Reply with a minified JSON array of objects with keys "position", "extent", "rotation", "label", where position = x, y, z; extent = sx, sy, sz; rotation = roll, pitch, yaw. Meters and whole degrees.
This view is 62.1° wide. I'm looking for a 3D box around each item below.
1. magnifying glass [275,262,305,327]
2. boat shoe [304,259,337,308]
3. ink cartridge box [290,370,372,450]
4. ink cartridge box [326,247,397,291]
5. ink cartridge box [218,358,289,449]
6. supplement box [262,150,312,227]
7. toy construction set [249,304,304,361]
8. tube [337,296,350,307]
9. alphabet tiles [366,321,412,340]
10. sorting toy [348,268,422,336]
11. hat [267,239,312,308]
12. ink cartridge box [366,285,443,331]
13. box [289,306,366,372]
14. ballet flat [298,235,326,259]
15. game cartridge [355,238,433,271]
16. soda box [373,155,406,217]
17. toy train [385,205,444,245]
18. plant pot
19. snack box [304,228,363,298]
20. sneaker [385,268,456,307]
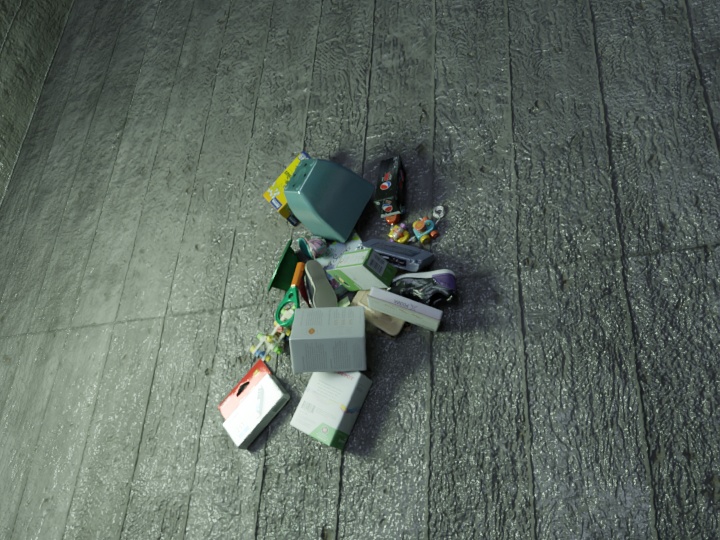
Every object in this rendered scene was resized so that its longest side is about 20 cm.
[{"position":[-0.193,0.068,1.711],"extent":[0.078,0.022,0.205],"rotation":[-9,55,34],"label":"magnifying glass"},{"position":[-0.118,0.070,1.733],"extent":[0.071,0.063,0.204],"rotation":[-7,61,-24],"label":"boat shoe"},{"position":[-0.076,0.352,1.602],"extent":[0.143,0.087,0.204],"rotation":[16,76,33],"label":"ink cartridge box"},{"position":[0.000,0.000,1.654],"extent":[0.198,0.103,0.060],"rotation":[-9,47,57],"label":"ink cartridge box"},{"position":[-0.323,0.380,1.739],"extent":[0.201,0.045,0.176],"rotation":[-48,55,-1],"label":"ink cartridge box"},{"position":[-0.202,-0.267,1.958],"extent":[0.200,0.109,0.109],"rotation":[-47,54,0],"label":"supplement box"},{"position":[-0.227,0.170,1.742],"extent":[0.199,0.131,0.093],"rotation":[-42,82,12],"label":"toy construction set"},{"position":[-0.104,0.153,1.736],"extent":[0.200,0.052,0.058],"rotation":[-44,56,2],"label":"tube"},{"position":[0.090,0.089,1.690],"extent":[0.163,0.006,0.204],"rotation":[12,73,32],"label":"alphabet tiles"},{"position":[0.083,0.066,1.684],"extent":[0.183,0.037,0.202],"rotation":[27,77,35],"label":"sorting toy"},{"position":[-0.179,0.031,1.843],"extent":[0.173,0.166,0.204],"rotation":[25,70,-3],"label":"hat"},{"position":[0.114,0.092,1.531],"extent":[0.195,0.177,0.046],"rotation":[19,77,8],"label":"ink cartridge box"},{"position":[-0.083,0.183,1.599],"extent":[0.194,0.109,0.153],"rotation":[-2,27,2],"label":"box"},{"position":[-0.140,-0.076,1.831],"extent":[0.070,0.071,0.200],"rotation":[-23,13,-11],"label":"ballet flat"},{"position":[0.099,-0.045,1.675],"extent":[0.196,0.132,0.043],"rotation":[16,105,26],"label":"game cartridge"},{"position":[0.090,-0.252,1.785],"extent":[0.069,0.064,0.203],"rotation":[-11,42,22],"label":"soda box"},{"position":[0.141,-0.149,1.748],"extent":[0.195,0.056,0.154],"rotation":[3,69,30],"label":"toy train"},{"position":[-0.113,-0.229,1.800],"extent":[0.194,0.199,0.200],"rotation":[15,72,57],"label":"plant pot"},{"position":[-0.061,-0.011,1.791],"extent":[0.199,0.053,0.144],"rotation":[-39,53,8],"label":"snack box"},{"position":[0.156,0.057,1.577],"extent":[0.195,0.076,0.089],"rotation":[-13,50,19],"label":"sneaker"}]
